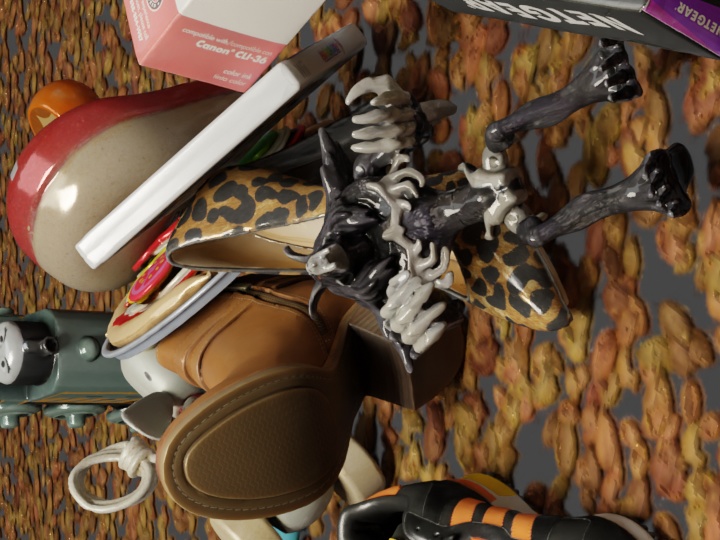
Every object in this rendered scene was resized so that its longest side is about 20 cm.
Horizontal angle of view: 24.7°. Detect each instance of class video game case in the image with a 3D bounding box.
[{"bbox_3d":[-0.068,-0.072,0.880,0.143,0.018,0.200,-39,5,16],"label":"video game case"}]

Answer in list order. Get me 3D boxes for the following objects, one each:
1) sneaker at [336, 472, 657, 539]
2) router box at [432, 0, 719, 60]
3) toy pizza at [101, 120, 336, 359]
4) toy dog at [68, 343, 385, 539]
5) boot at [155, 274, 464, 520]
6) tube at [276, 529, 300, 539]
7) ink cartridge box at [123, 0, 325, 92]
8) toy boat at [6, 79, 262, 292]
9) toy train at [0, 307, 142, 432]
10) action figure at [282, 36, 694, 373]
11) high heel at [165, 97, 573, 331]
[{"bbox_3d":[0.059,0.140,0.750,0.200,0.089,0.071,-169,80,-64],"label":"sneaker"},{"bbox_3d":[0.098,-0.171,0.649,0.200,0.051,0.151,25,93,60],"label":"router box"},{"bbox_3d":[-0.082,-0.026,0.955,0.032,0.200,0.200,47,155,-11],"label":"toy pizza"},{"bbox_3d":[-0.082,0.087,0.949,0.198,0.132,0.097,17,146,26],"label":"toy dog"},{"bbox_3d":[-0.062,0.057,0.853,0.154,0.199,0.075,14,116,43],"label":"boot"},{"bbox_3d":[-0.049,0.089,1.027,0.078,0.050,0.202,-126,38,-49],"label":"tube"},{"bbox_3d":[-0.035,-0.191,0.745,0.200,0.067,0.118,-43,51,38],"label":"ink cartridge box"},{"bbox_3d":[-0.161,-0.075,1.057,0.130,0.200,0.131,35,114,13],"label":"toy boat"},{"bbox_3d":[-0.183,0.063,1.143,0.113,0.198,0.086,-20,70,47],"label":"toy train"},{"bbox_3d":[0.033,-0.028,0.698,0.199,0.102,0.120,-25,79,28],"label":"action figure"},{"bbox_3d":[0.000,0.000,0.794,0.200,0.142,0.072,44,157,44],"label":"high heel"}]
